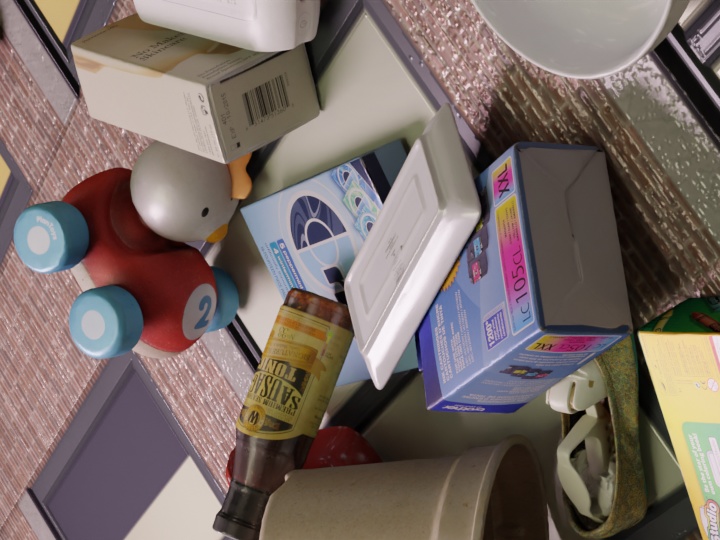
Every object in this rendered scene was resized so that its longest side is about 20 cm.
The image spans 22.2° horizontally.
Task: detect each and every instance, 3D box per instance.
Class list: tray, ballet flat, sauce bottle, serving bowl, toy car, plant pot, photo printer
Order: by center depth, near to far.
[{"bbox_3d":[0.134,-0.220,1.103,0.200,0.066,0.200,33,137,38],"label":"serving bowl"},{"bbox_3d":[0.161,0.101,1.290,0.071,0.071,0.200,18,126,48],"label":"ballet flat"},{"bbox_3d":[0.030,-0.015,1.308,0.200,0.022,0.108,117,148,-43],"label":"tray"},{"bbox_3d":[0.029,0.220,1.372,0.183,0.201,0.201,0,117,20],"label":"plant pot"},{"bbox_3d":[-0.109,-0.258,1.417,0.200,0.069,0.167,20,128,47],"label":"photo printer"},{"bbox_3d":[-0.061,0.115,1.432,0.066,0.066,0.200,11,80,51],"label":"sauce bottle"},{"bbox_3d":[-0.157,-0.042,1.590,0.200,0.184,0.177,-41,77,28],"label":"toy car"}]

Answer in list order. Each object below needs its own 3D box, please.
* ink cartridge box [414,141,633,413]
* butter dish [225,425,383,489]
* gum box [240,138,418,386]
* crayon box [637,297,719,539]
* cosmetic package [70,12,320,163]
[{"bbox_3d":[0.098,0.015,1.265,0.200,0.076,0.137,135,134,-58],"label":"ink cartridge box"},{"bbox_3d":[-0.010,0.208,1.546,0.200,0.148,0.199,64,-172,-3],"label":"butter dish"},{"bbox_3d":[0.000,0.000,1.467,0.200,0.045,0.170,-19,97,58],"label":"gum box"},{"bbox_3d":[0.262,0.118,1.165,0.119,0.058,0.200,-2,110,56],"label":"crayon box"},{"bbox_3d":[-0.137,-0.156,1.495,0.200,0.105,0.071,20,132,46],"label":"cosmetic package"}]
